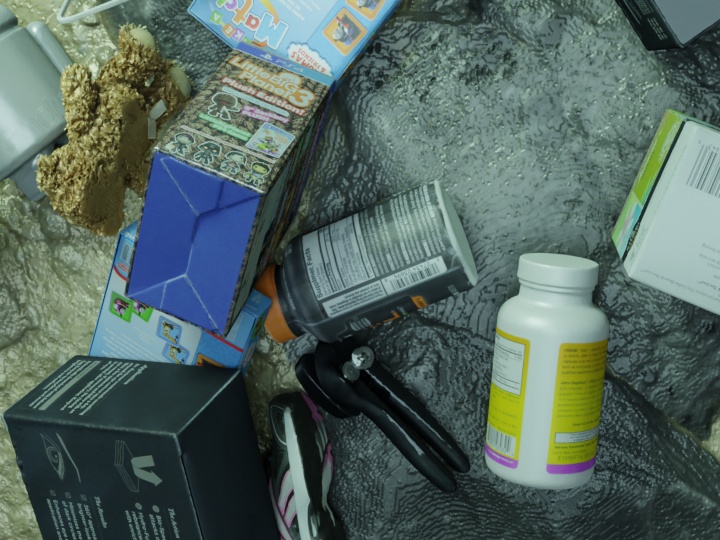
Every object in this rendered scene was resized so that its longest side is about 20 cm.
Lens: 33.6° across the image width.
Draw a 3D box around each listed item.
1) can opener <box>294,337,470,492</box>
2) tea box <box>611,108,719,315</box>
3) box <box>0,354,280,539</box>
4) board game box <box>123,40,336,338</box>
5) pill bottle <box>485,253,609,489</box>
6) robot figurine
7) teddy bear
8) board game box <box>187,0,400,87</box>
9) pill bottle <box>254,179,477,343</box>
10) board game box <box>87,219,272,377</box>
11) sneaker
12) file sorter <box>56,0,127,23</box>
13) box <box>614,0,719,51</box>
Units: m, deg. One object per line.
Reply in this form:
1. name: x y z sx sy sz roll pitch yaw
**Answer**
1. can opener: 0.029 0.134 1.153 0.199 0.079 0.064 38 63 -4
2. tea box: 0.333 -0.035 1.007 0.198 0.197 0.135 22 103 2
3. box: -0.199 0.197 1.106 0.198 0.117 0.199 3 117 27
4. board game box: -0.110 -0.074 1.029 0.096 0.201 0.161 22 127 2
5. pill bottle: 0.173 0.090 1.096 0.103 0.104 0.203 6 101 6
6. robot figurine: -0.333 -0.164 1.098 0.112 0.170 0.201 -23 110 47
7. teddy bear: -0.223 -0.127 1.082 0.066 0.145 0.203 7 78 34
8. board game box: -0.039 -0.269 1.085 0.151 0.037 0.201 39 101 -1
9. pill bottle: 0.000 0.000 1.101 0.198 0.106 0.107 -21 97 11
10. board game box: -0.179 0.072 1.124 0.150 0.037 0.201 30 125 9
11. sneaker: -0.075 0.223 1.167 0.085 0.080 0.203 -6 94 18
12. file sorter: -0.241 -0.338 1.019 0.123 0.140 0.201 -16 125 13
13. box: 0.252 -0.269 0.974 0.104 0.200 0.149 -34 96 11
